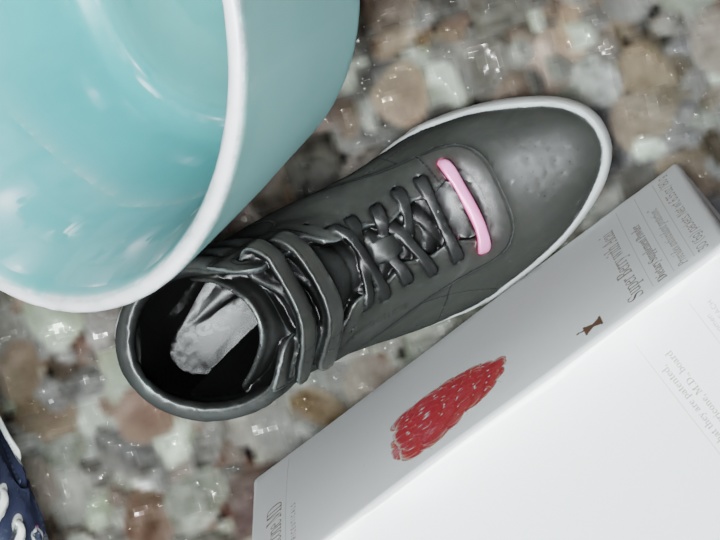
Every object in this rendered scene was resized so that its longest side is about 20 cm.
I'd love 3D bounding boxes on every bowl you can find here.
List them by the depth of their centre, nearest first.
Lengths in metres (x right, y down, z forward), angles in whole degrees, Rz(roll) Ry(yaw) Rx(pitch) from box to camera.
[{"bbox_3d":[-0.078,-0.097,0.826,0.201,0.105,0.201,18,118,38],"label":"bowl"}]

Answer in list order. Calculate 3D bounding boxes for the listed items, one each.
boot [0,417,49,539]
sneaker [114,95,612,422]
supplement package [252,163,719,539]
[{"bbox_3d":[-0.152,0.083,0.883,0.073,0.090,0.200,-27,91,-17],"label":"boot"},{"bbox_3d":[0.000,0.000,0.873,0.200,0.099,0.071,-25,96,6],"label":"sneaker"},{"bbox_3d":[0.073,0.078,0.866,0.200,0.121,0.120,-37,103,8],"label":"supplement package"}]
